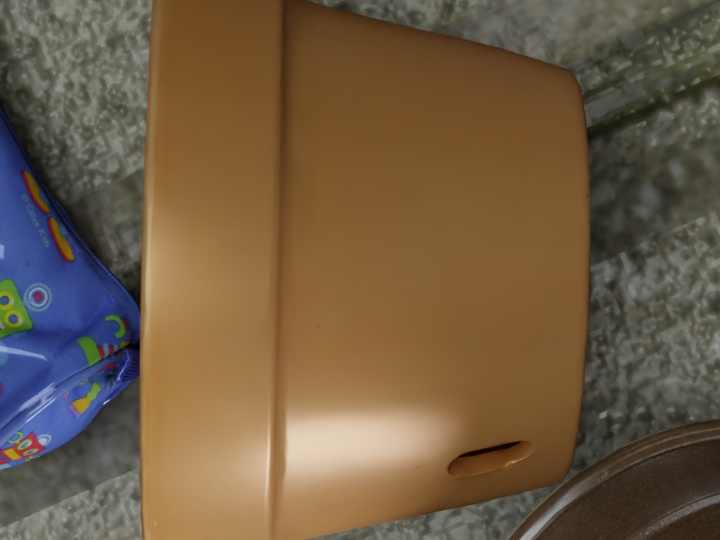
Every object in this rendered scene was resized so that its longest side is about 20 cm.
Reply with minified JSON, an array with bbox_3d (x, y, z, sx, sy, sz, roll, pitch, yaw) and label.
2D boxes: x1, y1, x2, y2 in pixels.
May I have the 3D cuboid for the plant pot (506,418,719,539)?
[{"bbox_3d":[0.144,0.165,0.858,0.200,0.198,0.201,-2,101,-12],"label":"plant pot"}]

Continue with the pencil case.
[{"bbox_3d":[-0.151,-0.028,1.021,0.087,0.078,0.200,-32,85,12],"label":"pencil case"}]

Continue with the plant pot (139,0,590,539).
[{"bbox_3d":[0.000,0.000,0.934,0.139,0.200,0.201,1,94,-1],"label":"plant pot"}]
